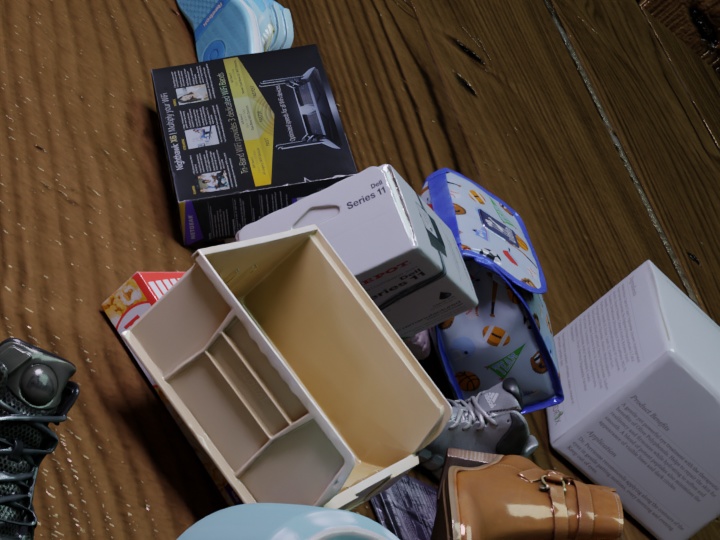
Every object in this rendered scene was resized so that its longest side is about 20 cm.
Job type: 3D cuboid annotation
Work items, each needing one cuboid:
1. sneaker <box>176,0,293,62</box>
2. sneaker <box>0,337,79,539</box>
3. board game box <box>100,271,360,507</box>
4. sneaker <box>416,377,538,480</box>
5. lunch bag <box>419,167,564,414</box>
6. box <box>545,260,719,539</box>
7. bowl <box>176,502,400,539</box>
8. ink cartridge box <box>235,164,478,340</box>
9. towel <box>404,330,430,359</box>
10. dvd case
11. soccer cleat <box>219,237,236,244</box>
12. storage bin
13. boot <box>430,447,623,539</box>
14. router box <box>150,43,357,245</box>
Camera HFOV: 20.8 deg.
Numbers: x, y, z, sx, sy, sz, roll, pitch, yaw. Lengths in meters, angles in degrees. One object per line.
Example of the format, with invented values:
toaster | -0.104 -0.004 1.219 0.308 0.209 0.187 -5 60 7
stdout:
sneaker | -0.108 -0.235 2.024 0.130 0.080 0.200 27 31 -42
sneaker | -0.215 0.117 1.159 0.076 0.114 0.200 26 33 -42
board game box | -0.097 0.092 1.525 0.200 0.046 0.151 55 21 15
sneaker | 0.080 0.120 1.729 0.200 0.115 0.075 34 25 -34
lunch bag | 0.117 0.019 1.887 0.170 0.124 0.200 -99 168 -59
box | 0.318 0.141 2.088 0.199 0.171 0.200 41 22 -20
bowl | -0.027 0.229 1.231 0.200 0.105 0.201 16 59 -28
ink cartridge box | 0.000 0.000 1.662 0.083 0.146 0.200 69 12 21
towel | -0.006 -0.032 1.878 0.200 0.032 0.191 50 13 -45
dvd case | 0.087 0.247 1.665 0.200 0.016 0.149 27 29 -43
soccer cleat | -0.088 -0.063 1.767 0.069 0.078 0.200 38 24 -26
storage bin | -0.046 0.080 1.449 0.199 0.094 0.200 52 21 9
boot | 0.139 0.210 1.624 0.155 0.077 0.200 13 11 2
router box | -0.096 -0.115 1.742 0.200 0.157 0.052 -106 -170 -47
